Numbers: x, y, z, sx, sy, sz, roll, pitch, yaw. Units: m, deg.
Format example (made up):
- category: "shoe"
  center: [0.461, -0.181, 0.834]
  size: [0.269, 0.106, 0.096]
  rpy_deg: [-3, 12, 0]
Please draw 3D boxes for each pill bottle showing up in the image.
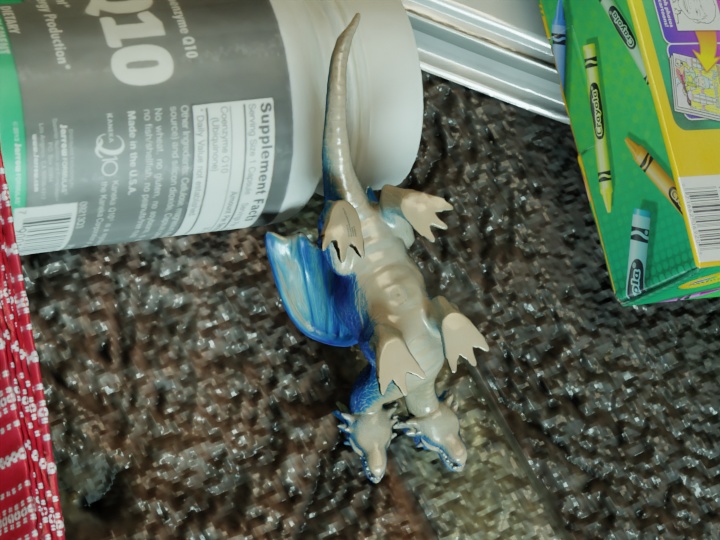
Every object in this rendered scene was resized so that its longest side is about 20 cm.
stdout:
- category: "pill bottle"
  center: [-0.082, -0.071, 1.074]
  size: [0.200, 0.113, 0.113]
  rpy_deg: [-8, 68, -22]

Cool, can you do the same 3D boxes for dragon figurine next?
- category: "dragon figurine"
  center: [0.000, 0.000, 1.050]
  size: [0.059, 0.099, 0.200]
  rpy_deg: [-24, 97, -20]

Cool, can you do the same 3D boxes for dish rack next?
- category: "dish rack"
  center: [0.073, -0.181, 1.221]
  size: [0.171, 0.044, 0.200]
  rpy_deg: [20, 60, -8]

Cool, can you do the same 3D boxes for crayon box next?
- category: "crayon box"
  center: [0.153, -0.090, 1.157]
  size: [0.119, 0.058, 0.201]
  rpy_deg: [-4, 76, -39]

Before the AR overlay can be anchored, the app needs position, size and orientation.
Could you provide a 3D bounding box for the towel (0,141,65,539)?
- category: "towel"
  center: [-0.192, 0.036, 0.977]
  size: [0.144, 0.022, 0.201]
  rpy_deg: [-17, 76, 19]
